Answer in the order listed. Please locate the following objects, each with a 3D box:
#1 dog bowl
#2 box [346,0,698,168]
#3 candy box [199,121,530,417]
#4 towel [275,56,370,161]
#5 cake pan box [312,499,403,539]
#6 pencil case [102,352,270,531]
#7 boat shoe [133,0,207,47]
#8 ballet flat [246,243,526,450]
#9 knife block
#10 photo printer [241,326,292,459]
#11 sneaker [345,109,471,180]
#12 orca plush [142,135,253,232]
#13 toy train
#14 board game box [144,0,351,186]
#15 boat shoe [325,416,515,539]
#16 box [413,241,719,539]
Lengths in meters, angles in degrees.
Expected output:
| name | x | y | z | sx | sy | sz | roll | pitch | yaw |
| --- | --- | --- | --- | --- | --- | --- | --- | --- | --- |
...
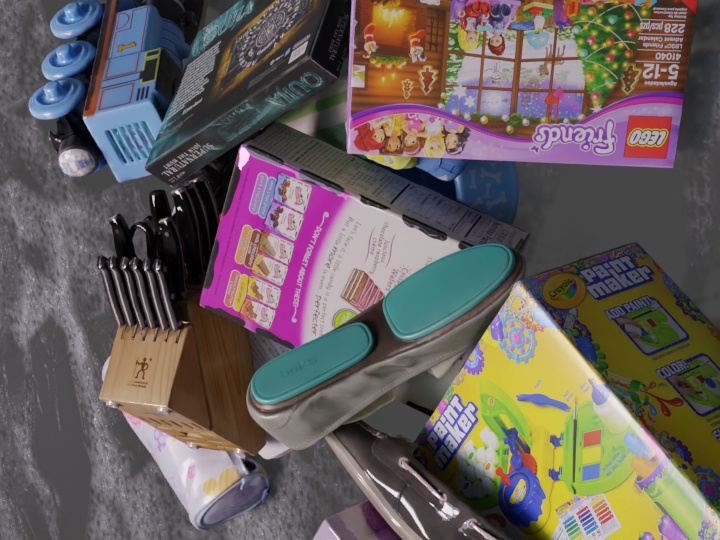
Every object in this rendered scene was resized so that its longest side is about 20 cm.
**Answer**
| name | x | y | z | sx | sy | sz | roll | pitch | yaw |
| --- | --- | --- | --- | --- | --- | --- | --- | --- | --- |
| dog bowl | 0.039 | -0.102 | 0.928 | 0.111 | 0.049 | 0.201 | -31 | 77 | 50 |
| box | 0.093 | -0.134 | 0.757 | 0.039 | 0.199 | 0.137 | -92 | 4 | -67 |
| candy box | 0.000 | 0.000 | 0.891 | 0.200 | 0.061 | 0.137 | 26 | 121 | 11 |
| towel | -0.030 | -0.170 | 0.929 | 0.152 | 0.023 | 0.201 | -11 | 86 | 49 |
| cake pan box | 0.088 | 0.227 | 0.875 | 0.200 | 0.184 | 0.052 | 50 | 135 | 27 |
| pencil case | -0.168 | 0.150 | 1.227 | 0.200 | 0.083 | 0.091 | 51 | 141 | 27 |
| boat shoe | -0.188 | -0.209 | 1.139 | 0.067 | 0.057 | 0.200 | 53 | 136 | 24 |
| ballet flat | 0.022 | 0.051 | 0.821 | 0.064 | 0.200 | 0.067 | 56 | -171 | -37 |
| knife block | -0.126 | 0.033 | 0.980 | 0.064 | 0.200 | 0.176 | 4 | 70 | 27 |
| photo printer | -0.042 | 0.042 | 1.010 | 0.200 | 0.069 | 0.167 | -33 | 95 | 35 |
| sneaker | 0.065 | -0.150 | 0.856 | 0.076 | 0.105 | 0.201 | 8 | 72 | 59 |
| orca plush | -0.124 | -0.114 | 1.033 | 0.105 | 0.200 | 0.071 | 28 | 145 | -4 |
| toy train | -0.189 | -0.153 | 1.022 | 0.200 | 0.114 | 0.087 | -91 | -14 | -45 |
| board game box | -0.068 | -0.149 | 0.883 | 0.200 | 0.028 | 0.136 | -24 | 42 | 47 |
| boat shoe | 0.047 | 0.151 | 0.822 | 0.200 | 0.057 | 0.067 | 46 | 170 | 36 |
| box | 0.152 | 0.126 | 0.815 | 0.193 | 0.122 | 0.200 | 52 | 136 | 24 |
